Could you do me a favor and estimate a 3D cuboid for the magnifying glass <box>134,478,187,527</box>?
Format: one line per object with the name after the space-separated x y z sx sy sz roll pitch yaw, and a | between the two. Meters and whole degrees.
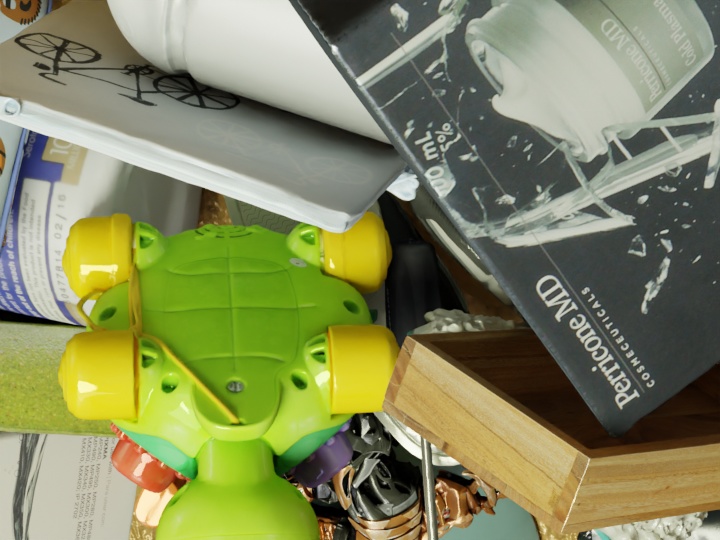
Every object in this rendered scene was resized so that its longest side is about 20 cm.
-0.096 0.098 1.176 0.022 0.200 0.080 25 96 -4 | magnifying glass

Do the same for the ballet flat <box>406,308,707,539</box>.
0.098 0.065 1.031 0.072 0.072 0.200 -11 142 36 | ballet flat

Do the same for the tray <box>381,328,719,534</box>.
0.112 0.060 0.924 0.099 0.200 0.037 34 114 38 | tray

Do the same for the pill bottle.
-0.189 -0.044 1.110 0.200 0.120 0.120 10 137 18 | pill bottle

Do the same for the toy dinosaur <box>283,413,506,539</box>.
-0.001 0.103 1.158 0.102 0.200 0.136 180 74 -72 | toy dinosaur

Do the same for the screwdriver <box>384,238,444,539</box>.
0.027 0.085 1.044 0.029 0.028 0.200 8 103 49 | screwdriver

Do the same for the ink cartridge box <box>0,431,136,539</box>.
-0.225 0.101 1.131 0.145 0.200 0.084 13 99 34 | ink cartridge box

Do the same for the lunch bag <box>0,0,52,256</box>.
-0.214 -0.080 0.973 0.075 0.200 0.160 -3 161 36 | lunch bag

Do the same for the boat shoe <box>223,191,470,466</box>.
0.000 0.000 1.085 0.072 0.068 0.200 -34 92 17 | boat shoe

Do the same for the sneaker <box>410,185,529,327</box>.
0.089 0.028 1.079 0.200 0.075 0.115 33 142 -9 | sneaker

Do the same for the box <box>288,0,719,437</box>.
0.104 -0.086 0.840 0.197 0.124 0.200 -36 118 4 | box

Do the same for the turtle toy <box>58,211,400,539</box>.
-0.056 0.057 0.990 0.146 0.200 0.101 -1 132 -4 | turtle toy

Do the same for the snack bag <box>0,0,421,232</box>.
-0.060 -0.068 0.973 0.188 0.200 0.021 19 112 9 | snack bag

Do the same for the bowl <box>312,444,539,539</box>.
-0.012 0.169 1.256 0.201 0.105 0.201 16 139 14 | bowl

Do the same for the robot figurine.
-0.021 -0.122 0.946 0.200 0.113 0.170 18 168 8 | robot figurine

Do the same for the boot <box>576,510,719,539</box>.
0.187 0.124 1.122 0.168 0.076 0.200 3 142 20 | boot

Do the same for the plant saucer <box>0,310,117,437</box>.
-0.192 0.036 1.146 0.199 0.048 0.200 5 -172 -24 | plant saucer
